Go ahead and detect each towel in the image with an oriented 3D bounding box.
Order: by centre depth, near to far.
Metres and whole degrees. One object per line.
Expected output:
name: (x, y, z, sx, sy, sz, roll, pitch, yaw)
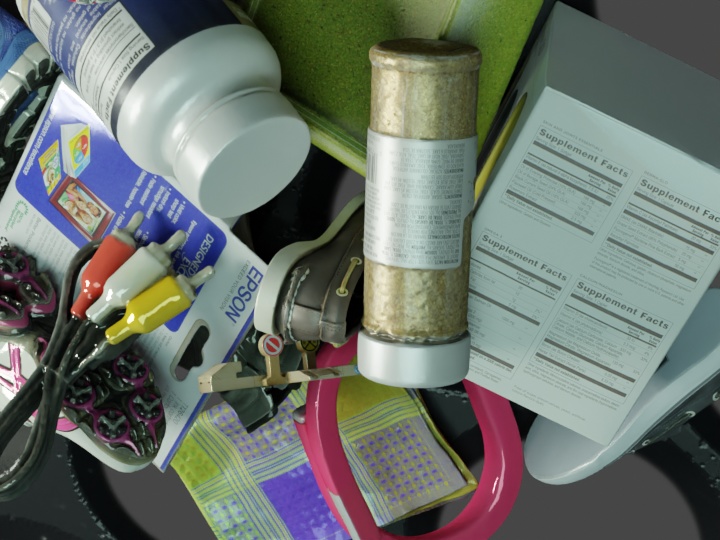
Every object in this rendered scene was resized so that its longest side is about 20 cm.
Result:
towel: (-0.032, 0.136, 1.621, 0.200, 0.023, 0.144, -23, 111, 17)

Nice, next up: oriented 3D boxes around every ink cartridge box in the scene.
ink cartridge box: (-0.152, -0.001, 1.499, 0.200, 0.047, 0.198, 41, 128, 11)

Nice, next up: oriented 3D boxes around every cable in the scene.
cable: (-0.184, 0.046, 1.418, 0.097, 0.200, 0.050, 36, 165, 30)

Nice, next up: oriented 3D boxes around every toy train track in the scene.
toy train track: (-0.007, 0.052, 1.452, 0.200, 0.115, 0.033, -5, 87, -25)

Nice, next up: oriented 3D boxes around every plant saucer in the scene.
plant saucer: (0.000, -0.154, 1.413, 0.200, 0.048, 0.200, 33, 119, 21)

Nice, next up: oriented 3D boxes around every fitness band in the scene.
fitness band: (0.035, 0.111, 1.555, 0.143, 0.037, 0.200, -30, 115, -19)

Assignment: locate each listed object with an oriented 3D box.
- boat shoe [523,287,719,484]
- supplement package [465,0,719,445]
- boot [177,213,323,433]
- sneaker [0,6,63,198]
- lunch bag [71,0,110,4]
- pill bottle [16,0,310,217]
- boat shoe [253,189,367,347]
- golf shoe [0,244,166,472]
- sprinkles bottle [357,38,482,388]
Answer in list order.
boat shoe: (0.199, 0.085, 1.546, 0.066, 0.070, 0.200, 25, 122, -37)
supplement package: (0.141, -0.031, 1.442, 0.150, 0.152, 0.200, 25, 117, -5)
boot: (-0.070, 0.005, 1.520, 0.131, 0.068, 0.200, 34, 125, 11)
sneaker: (-0.267, -0.101, 1.517, 0.089, 0.078, 0.200, 49, 125, 14)
lunch bag: (-0.204, -0.248, 1.357, 0.200, 0.176, 0.082, 25, 152, 9)
pill bottle: (-0.118, -0.129, 1.400, 0.200, 0.111, 0.111, 51, 119, 27)
boat shoe: (0.000, 0.000, 1.448, 0.059, 0.200, 0.072, 18, 112, 18)
golf shoe: (-0.200, 0.070, 1.497, 0.200, 0.073, 0.092, 42, 136, 27)
sprinkles bottle: (0.035, -0.034, 1.348, 0.068, 0.068, 0.201, 3, 104, 6)
